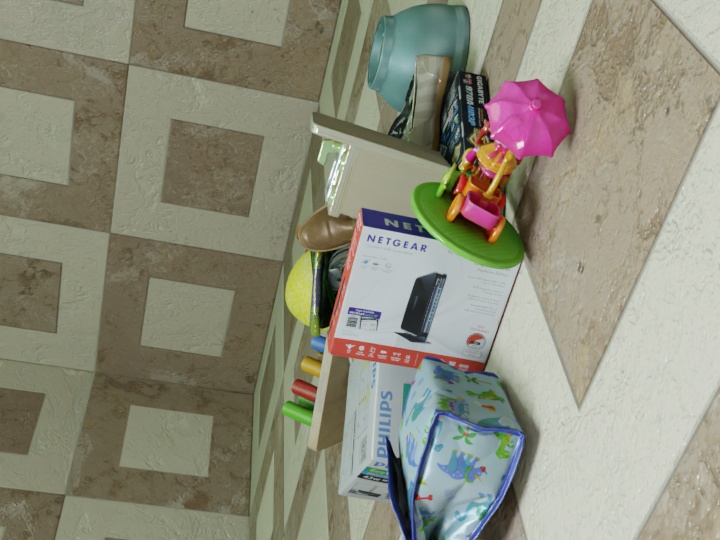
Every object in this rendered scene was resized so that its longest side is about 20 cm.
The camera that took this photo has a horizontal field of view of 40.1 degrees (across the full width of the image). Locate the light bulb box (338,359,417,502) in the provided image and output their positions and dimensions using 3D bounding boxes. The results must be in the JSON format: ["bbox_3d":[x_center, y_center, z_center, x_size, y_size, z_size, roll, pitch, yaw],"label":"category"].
[{"bbox_3d":[0.055,0.200,1.360,0.200,0.123,0.201,121,157,-62],"label":"light bulb box"}]

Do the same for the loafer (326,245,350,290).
[{"bbox_3d":[0.000,0.000,1.508,0.199,0.072,0.063,-27,33,53],"label":"loafer"}]

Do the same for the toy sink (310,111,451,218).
[{"bbox_3d":[0.011,-0.129,1.367,0.131,0.197,0.114,-105,32,-73],"label":"toy sink"}]

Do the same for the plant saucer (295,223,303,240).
[{"bbox_3d":[-0.020,-0.074,1.813,0.200,0.197,0.033,145,116,-76],"label":"plant saucer"}]

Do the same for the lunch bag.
[{"bbox_3d":[0.090,0.222,1.104,0.170,0.125,0.203,-90,15,-74],"label":"lunch bag"}]

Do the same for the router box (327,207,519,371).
[{"bbox_3d":[0.073,0.031,1.195,0.049,0.197,0.182,-97,20,-60],"label":"router box"}]

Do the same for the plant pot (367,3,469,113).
[{"bbox_3d":[0.086,-0.348,1.628,0.200,0.132,0.204,-171,90,-79],"label":"plant pot"}]

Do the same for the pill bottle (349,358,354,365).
[{"bbox_3d":[0.043,0.114,1.530,0.201,0.110,0.113,113,163,-50],"label":"pill bottle"}]

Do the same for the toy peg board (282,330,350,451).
[{"bbox_3d":[-0.041,0.175,1.673,0.199,0.097,0.202,-10,-67,-57],"label":"toy peg board"}]

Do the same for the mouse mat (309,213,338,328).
[{"bbox_3d":[-0.043,-0.014,1.658,0.160,0.007,0.203,-26,68,55],"label":"mouse mat"}]

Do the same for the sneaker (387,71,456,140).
[{"bbox_3d":[0.100,-0.225,1.546,0.202,0.080,0.074,-64,23,24],"label":"sneaker"}]

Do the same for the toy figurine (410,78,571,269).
[{"bbox_3d":[0.165,-0.132,1.115,0.185,0.149,0.201,-60,5,30],"label":"toy figurine"}]

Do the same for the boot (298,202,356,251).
[{"bbox_3d":[-0.004,-0.079,1.504,0.075,0.197,0.075,-85,-24,-81],"label":"boot"}]

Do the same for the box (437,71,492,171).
[{"bbox_3d":[0.136,-0.162,1.440,0.201,0.045,0.161,112,163,-51],"label":"box"}]

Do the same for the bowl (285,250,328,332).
[{"bbox_3d":[-0.036,0.007,1.776,0.202,0.197,0.109,-94,8,-51],"label":"bowl"}]

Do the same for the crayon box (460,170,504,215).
[{"bbox_3d":[0.132,-0.042,1.326,0.200,0.057,0.121,124,152,-66],"label":"crayon box"}]

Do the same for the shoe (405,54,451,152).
[{"bbox_3d":[0.090,-0.221,1.463,0.070,0.053,0.203,-157,77,-80],"label":"shoe"}]

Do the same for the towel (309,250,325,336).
[{"bbox_3d":[-0.066,0.002,1.612,0.144,0.022,0.204,-148,63,-87],"label":"towel"}]
